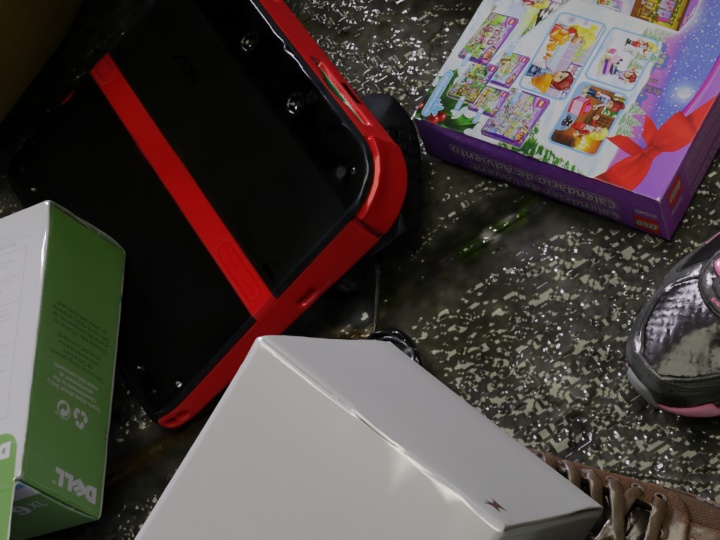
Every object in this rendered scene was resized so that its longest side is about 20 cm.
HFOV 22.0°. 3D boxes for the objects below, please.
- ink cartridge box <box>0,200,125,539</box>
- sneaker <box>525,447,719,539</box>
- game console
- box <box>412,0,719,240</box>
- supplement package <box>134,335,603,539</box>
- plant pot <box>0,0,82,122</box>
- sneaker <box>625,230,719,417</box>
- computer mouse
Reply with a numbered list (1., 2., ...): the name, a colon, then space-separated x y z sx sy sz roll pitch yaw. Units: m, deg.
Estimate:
1. ink cartridge box: -0.175 0.076 0.873 0.104 0.059 0.200 -18 55 28
2. sneaker: 0.078 0.111 0.781 0.200 0.076 0.071 5 63 20
3. game console: -0.081 -0.046 0.926 0.177 0.031 0.200 -46 54 14
4. box: 0.134 -0.124 0.921 0.137 0.039 0.200 22 69 27
5. supplement package: -0.020 0.140 0.719 0.121 0.120 0.200 38 103 22
6. plant pot: -0.222 -0.220 0.979 0.195 0.194 0.200 27 43 8
7. sneaker: 0.195 -0.017 0.809 0.200 0.095 0.079 -37 59 -4
8. computer mouse: 0.000 0.000 0.885 0.059 0.034 0.200 -20 57 32
